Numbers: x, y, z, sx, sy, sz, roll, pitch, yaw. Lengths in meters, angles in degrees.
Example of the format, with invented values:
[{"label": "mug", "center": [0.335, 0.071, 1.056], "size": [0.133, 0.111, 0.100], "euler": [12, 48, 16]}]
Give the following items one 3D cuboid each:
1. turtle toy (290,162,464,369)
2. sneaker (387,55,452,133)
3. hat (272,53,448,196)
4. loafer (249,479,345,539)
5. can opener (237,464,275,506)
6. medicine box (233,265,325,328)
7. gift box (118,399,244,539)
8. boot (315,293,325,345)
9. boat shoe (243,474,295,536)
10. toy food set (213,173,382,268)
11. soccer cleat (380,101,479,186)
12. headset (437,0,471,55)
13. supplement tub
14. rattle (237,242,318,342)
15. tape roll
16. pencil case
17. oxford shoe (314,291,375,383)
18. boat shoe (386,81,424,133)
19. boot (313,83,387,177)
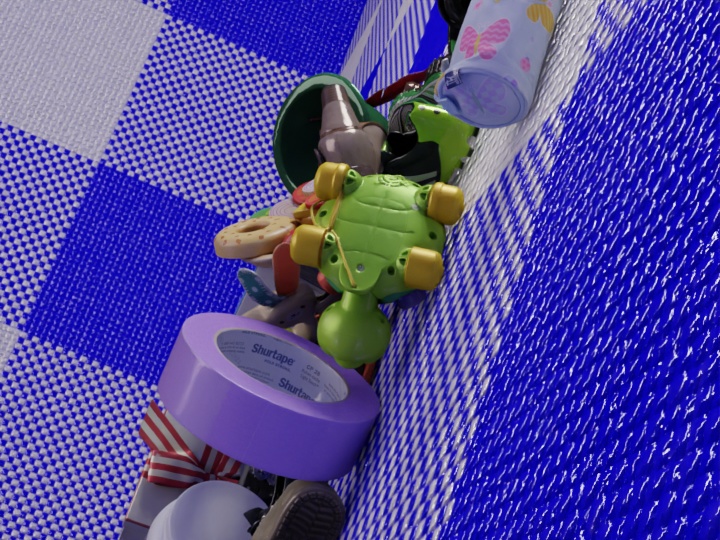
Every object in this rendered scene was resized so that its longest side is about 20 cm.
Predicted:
[{"label": "turtle toy", "center": [0.011, -0.006, 1.327], "size": [0.101, 0.145, 0.200], "euler": [84, -158, -57]}, {"label": "sneaker", "center": [0.070, -0.150, 1.500], "size": [0.200, 0.078, 0.085], "euler": [127, 160, -69]}, {"label": "hat", "center": [0.015, -0.171, 1.816], "size": [0.200, 0.176, 0.166], "euler": [-25, 78, 42]}, {"label": "loafer", "center": [-0.075, 0.272, 1.312], "size": [0.200, 0.076, 0.068], "euler": [-55, 9, 16]}, {"label": "can opener", "center": [-0.089, 0.186, 1.687], "size": [0.079, 0.063, 0.200], "euler": [169, 123, -82]}, {"label": "medicine box", "center": [-0.081, 0.036, 1.784], "size": [0.182, 0.103, 0.200], "euler": [-63, -5, 30]}, {"label": "gift box", "center": [-0.209, 0.272, 1.829], "size": [0.187, 0.184, 0.201], "euler": [124, 161, -65]}, {"label": "boot", "center": [-0.055, 0.116, 1.615], "size": [0.074, 0.075, 0.200], "euler": [-95, 27, -71]}, {"label": "boat shoe", "center": [-0.084, 0.248, 1.447], "size": [0.075, 0.066, 0.200], "euler": [131, 160, -67]}, {"label": "toy food set", "center": [-0.059, -0.063, 1.652], "size": [0.200, 0.049, 0.198], "euler": [-10, 22, 35]}, {"label": "soccer cleat", "center": [0.052, -0.095, 1.440], "size": [0.200, 0.081, 0.068], "euler": [117, 172, -48]}, {"label": "headset", "center": [0.145, -0.311, 1.570], "size": [0.123, 0.094, 0.201], "euler": [139, 138, -65]}, {"label": "supplement tub", "center": [-0.177, 0.333, 1.559], "size": [0.145, 0.144, 0.200], "euler": [-74, 10, -45]}, {"label": "rattle", "center": [-0.073, 0.084, 1.466], "size": [0.200, 0.130, 0.143], "euler": [119, 146, -54]}, {"label": "tape roll", "center": [-0.085, 0.115, 1.328], "size": [0.200, 0.200, 0.066], "euler": [-92, 27, -73]}, {"label": "pencil case", "center": [0.129, -0.221, 1.254], "size": [0.091, 0.083, 0.200], "euler": [-17, 46, 52]}, {"label": "oxford shoe", "center": [-0.018, 0.063, 1.459], "size": [0.071, 0.072, 0.201], "euler": [167, 115, -78]}, {"label": "boat shoe", "center": [0.047, -0.145, 1.684], "size": [0.071, 0.070, 0.200], "euler": [-78, 11, -46]}, {"label": "boot", "center": [-0.003, -0.097, 1.504], "size": [0.200, 0.070, 0.147], "euler": [54, -158, -60]}]
